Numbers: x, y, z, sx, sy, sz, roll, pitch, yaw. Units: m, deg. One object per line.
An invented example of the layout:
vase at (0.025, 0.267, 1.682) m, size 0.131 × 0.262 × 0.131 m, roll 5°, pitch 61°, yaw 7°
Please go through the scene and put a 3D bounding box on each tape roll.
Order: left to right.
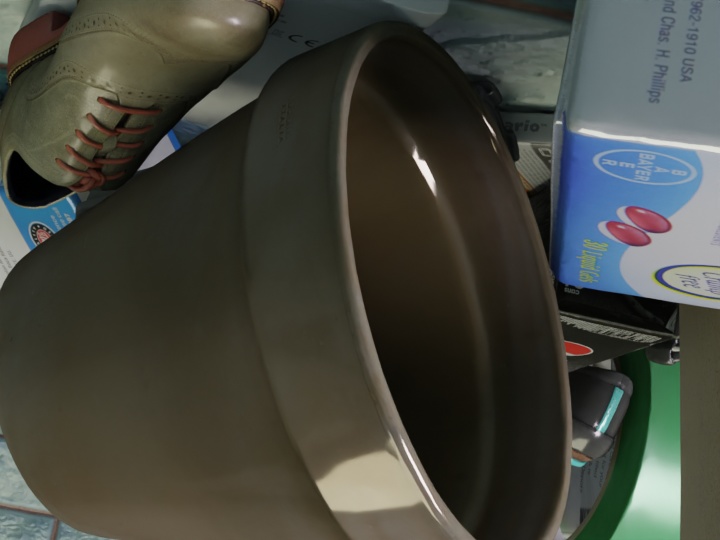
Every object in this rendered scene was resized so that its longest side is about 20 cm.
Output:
tape roll at (0.136, 0.106, 0.992) m, size 0.048 × 0.201 × 0.200 m, roll 16°, pitch 166°, yaw -21°

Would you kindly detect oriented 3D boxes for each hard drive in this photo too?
hard drive at (-0.061, -0.101, 0.659) m, size 0.131 × 0.027 × 0.200 m, roll 14°, pitch 166°, yaw -18°

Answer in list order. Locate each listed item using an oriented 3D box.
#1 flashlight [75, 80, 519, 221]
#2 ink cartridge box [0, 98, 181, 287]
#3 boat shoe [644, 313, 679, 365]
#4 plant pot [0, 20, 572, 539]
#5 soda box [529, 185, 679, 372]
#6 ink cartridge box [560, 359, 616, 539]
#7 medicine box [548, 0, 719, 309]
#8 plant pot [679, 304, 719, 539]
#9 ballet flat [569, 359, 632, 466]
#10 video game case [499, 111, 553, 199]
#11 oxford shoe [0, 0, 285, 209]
flashlight at (-0.031, -0.035, 0.728) m, size 0.199 × 0.068 × 0.068 m, roll -9°, pitch 130°, yaw 21°
ink cartridge box at (-0.178, -0.014, 0.872) m, size 0.199 × 0.084 × 0.146 m, roll 3°, pitch 133°, yaw 34°
boat shoe at (0.234, 0.041, 0.935) m, size 0.200 × 0.068 × 0.072 m, roll 16°, pitch 166°, yaw -38°
plant pot at (-0.036, 0.027, 0.609) m, size 0.173 × 0.201 × 0.200 m, roll -14°, pitch 157°, yaw 22°
soda box at (0.093, 0.010, 0.824) m, size 0.063 × 0.071 × 0.200 m, roll 15°, pitch 166°, yaw -13°
ink cartridge box at (0.183, 0.108, 1.059) m, size 0.084 × 0.147 × 0.200 m, roll 14°, pitch 170°, yaw -22°
medicine box at (0.167, -0.050, 0.526) m, size 0.199 × 0.103 × 0.182 m, roll 10°, pitch 167°, yaw 8°
plant pot at (0.251, 0.048, 0.685) m, size 0.199 × 0.200 × 0.177 m, roll 5°, pitch 156°, yaw 0°
ballet flat at (0.105, 0.039, 0.974) m, size 0.068 × 0.069 × 0.200 m, roll 23°, pitch -164°, yaw -35°
video game case at (0.080, -0.046, 0.797) m, size 0.199 × 0.018 × 0.143 m, roll 5°, pitch 166°, yaw 23°
oxford shoe at (-0.085, -0.064, 0.606) m, size 0.070 × 0.075 × 0.200 m, roll 16°, pitch 165°, yaw -23°
